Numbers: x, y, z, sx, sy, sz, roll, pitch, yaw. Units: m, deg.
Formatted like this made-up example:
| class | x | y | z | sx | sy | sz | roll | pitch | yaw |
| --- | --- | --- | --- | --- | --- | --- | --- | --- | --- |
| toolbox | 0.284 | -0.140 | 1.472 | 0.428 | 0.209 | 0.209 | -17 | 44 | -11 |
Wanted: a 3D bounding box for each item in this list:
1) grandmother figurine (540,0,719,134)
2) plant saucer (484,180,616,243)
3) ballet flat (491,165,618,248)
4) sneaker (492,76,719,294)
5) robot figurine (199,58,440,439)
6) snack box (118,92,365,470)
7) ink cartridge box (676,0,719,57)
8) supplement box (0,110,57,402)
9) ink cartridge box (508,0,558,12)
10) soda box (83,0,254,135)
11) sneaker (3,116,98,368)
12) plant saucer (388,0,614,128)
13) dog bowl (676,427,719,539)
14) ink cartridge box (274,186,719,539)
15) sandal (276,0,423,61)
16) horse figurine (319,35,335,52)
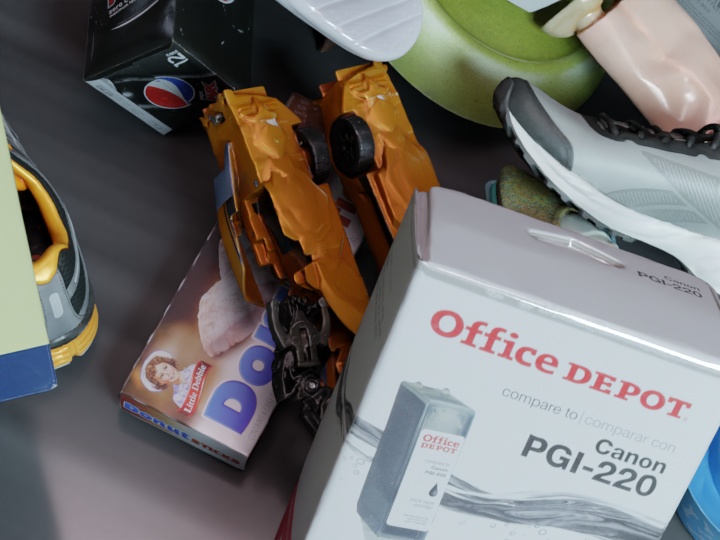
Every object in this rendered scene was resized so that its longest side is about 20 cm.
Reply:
| class | x | y | z | sx | sy | sz | roll | pitch | yaw |
| --- | --- | --- | --- | --- | --- | --- | --- | --- | --- |
| grandmother figurine | 0.192 | -0.079 | 0.889 | 0.121 | 0.061 | 0.200 | -38 | 91 | -11 |
| plant saucer | 0.106 | 0.044 | 0.853 | 0.070 | 0.019 | 0.201 | 1 | 63 | -9 |
| ballet flat | 0.117 | 0.031 | 0.810 | 0.070 | 0.071 | 0.201 | -5 | 66 | -12 |
| sneaker | 0.155 | -0.048 | 0.824 | 0.200 | 0.080 | 0.074 | 28 | 16 | -12 |
| robot figurine | 0.000 | 0.000 | 0.811 | 0.145 | 0.058 | 0.201 | -15 | 81 | -32 |
| snack box | -0.047 | 0.001 | 0.845 | 0.072 | 0.024 | 0.200 | 27 | 61 | 1 |
| ink cartridge box | 0.249 | -0.179 | 0.888 | 0.068 | 0.200 | 0.115 | -35 | 73 | -24 |
| supplement box | -0.261 | -0.024 | 0.690 | 0.199 | 0.134 | 0.201 | -12 | 91 | -36 |
| ink cartridge box | 0.134 | -0.236 | 0.817 | 0.085 | 0.200 | 0.148 | 21 | 62 | -42 |
| soda box | -0.100 | -0.180 | 0.894 | 0.063 | 0.071 | 0.201 | -18 | 57 | 30 |
| sneaker | -0.193 | -0.046 | 0.817 | 0.078 | 0.077 | 0.200 | -33 | 71 | -21 |
| plant saucer | 0.075 | -0.178 | 0.910 | 0.199 | 0.031 | 0.201 | 12 | 68 | -30 |
| dog bowl | 0.245 | 0.088 | 0.835 | 0.199 | 0.050 | 0.112 | -18 | 67 | -18 |
| ink cartridge box | 0.057 | 0.084 | 0.709 | 0.145 | 0.201 | 0.085 | 19 | 23 | -6 |
| sandal | -0.061 | -0.172 | 0.828 | 0.207 | 0.059 | 0.079 | 43 | 62 | -10 |
| horse figurine | -0.042 | -0.226 | 0.901 | 0.132 | 0.050 | 0.201 | -2 | 76 | -60 |
